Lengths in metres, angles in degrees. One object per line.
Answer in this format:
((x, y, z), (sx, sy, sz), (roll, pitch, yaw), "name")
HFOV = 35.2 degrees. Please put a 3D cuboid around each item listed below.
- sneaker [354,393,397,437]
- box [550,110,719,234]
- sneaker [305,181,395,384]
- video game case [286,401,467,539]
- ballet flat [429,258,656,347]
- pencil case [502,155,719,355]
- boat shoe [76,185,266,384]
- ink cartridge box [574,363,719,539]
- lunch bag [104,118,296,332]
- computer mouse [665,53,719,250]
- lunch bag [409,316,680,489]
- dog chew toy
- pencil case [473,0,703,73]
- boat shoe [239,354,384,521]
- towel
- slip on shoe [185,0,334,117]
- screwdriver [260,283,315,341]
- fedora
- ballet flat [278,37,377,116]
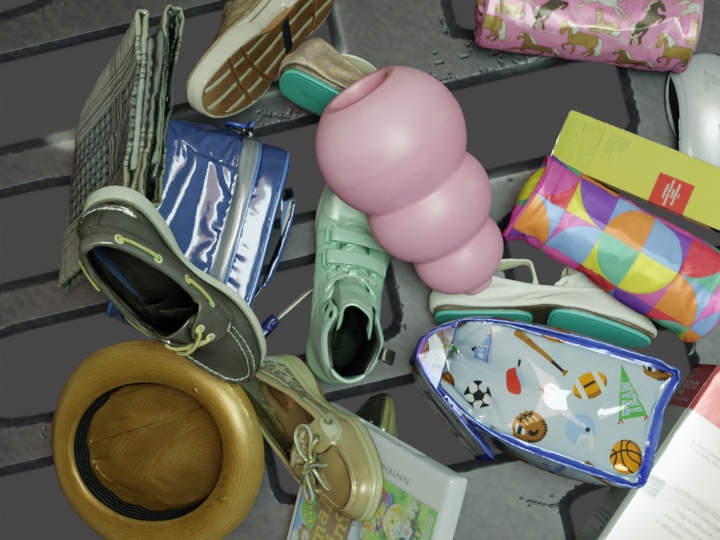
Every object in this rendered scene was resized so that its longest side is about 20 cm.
((0.029, 0.209, 0.994), (0.088, 0.077, 0.202), (5, 81, -29), "sneaker")
((0.263, -0.073, 0.953), (0.199, 0.075, 0.050), (27, 98, 23), "box")
((0.000, 0.000, 0.967), (0.073, 0.118, 0.202), (7, 89, -12), "sneaker")
((-0.001, 0.231, 0.928), (0.022, 0.182, 0.201), (9, 98, -37), "video game case")
((0.161, 0.022, 0.994), (0.198, 0.069, 0.070), (6, 86, 5), "ballet flat")
((0.218, -0.015, 0.946), (0.199, 0.088, 0.089), (32, 88, -1), "pencil case")
((-0.142, 0.027, 0.854), (0.071, 0.061, 0.201), (-24, 127, 22), "boat shoe")
((0.295, 0.201, 0.957), (0.144, 0.084, 0.201), (36, 88, 4), "ink cartridge box")
((-0.129, -0.035, 0.972), (0.131, 0.136, 0.201), (17, 90, -12), "lunch bag")
((0.314, -0.096, 0.998), (0.109, 0.044, 0.202), (-11, 85, 4), "computer mouse")
((0.136, 0.103, 0.933), (0.199, 0.170, 0.125), (19, 82, 3), "lunch bag")
((0.050, -0.064, 0.930), (0.124, 0.125, 0.201), (-33, 110, 0), "dog chew toy")
((0.200, -0.223, 0.995), (0.198, 0.083, 0.087), (9, 77, 5), "pencil case")
((-0.049, 0.137, 0.939), (0.062, 0.200, 0.074), (6, 112, -35), "boat shoe")
((-0.205, -0.101, 0.939), (0.034, 0.200, 0.194), (17, 60, -28), "towel")
((-0.097, -0.208, 0.989), (0.060, 0.076, 0.200), (25, 58, 19), "slip on shoe")
((-0.064, 0.031, 1.026), (0.200, 0.028, 0.029), (-45, 56, -7), "screwdriver")
((-0.167, 0.147, 0.980), (0.199, 0.082, 0.202), (2, 97, 16), "fedora")
((0.023, -0.142, 1.007), (0.199, 0.068, 0.067), (35, 52, -8), "ballet flat")
